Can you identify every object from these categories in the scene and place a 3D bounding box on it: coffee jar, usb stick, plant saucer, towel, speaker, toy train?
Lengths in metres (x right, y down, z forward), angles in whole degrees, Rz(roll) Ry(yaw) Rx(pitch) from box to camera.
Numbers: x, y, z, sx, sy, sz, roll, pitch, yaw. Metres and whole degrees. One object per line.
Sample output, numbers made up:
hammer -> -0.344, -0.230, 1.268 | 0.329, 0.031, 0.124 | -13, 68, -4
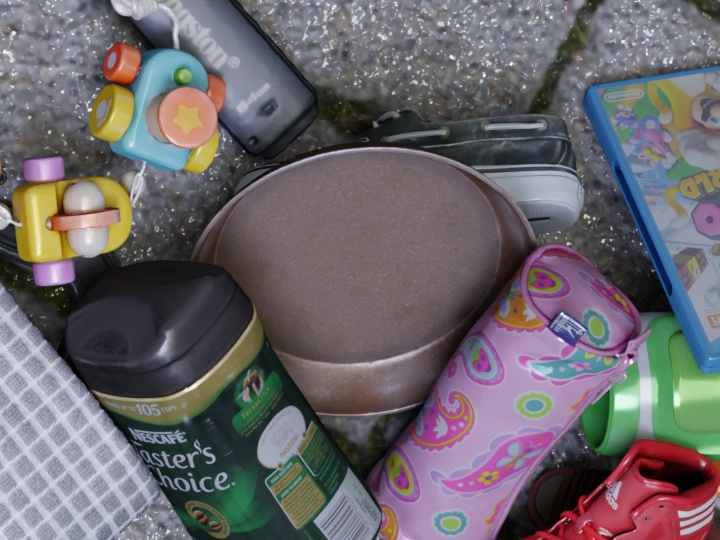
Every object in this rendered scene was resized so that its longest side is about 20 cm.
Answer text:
coffee jar -> -0.076, 0.085, 1.549 | 0.085, 0.104, 0.200 | -49, 124, -30
usb stick -> -0.102, -0.148, 1.585 | 0.055, 0.033, 0.200 | -44, 106, -8
plant saucer -> 0.000, 0.000, 1.583 | 0.199, 0.035, 0.201 | -3, 131, -4
towel -> -0.225, 0.096, 1.512 | 0.165, 0.085, 0.200 | -42, 108, -16
speaker -> 0.229, 0.064, 1.628 | 0.199, 0.088, 0.089 | -2, 95, -11
toy train -> -0.154, -0.079, 1.511 | 0.200, 0.056, 0.151 | -38, 112, -24

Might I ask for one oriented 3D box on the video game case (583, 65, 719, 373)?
video game case -> 0.227, -0.036, 1.639 | 0.142, 0.018, 0.201 | -9, 56, -17

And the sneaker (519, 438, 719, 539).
sneaker -> 0.112, 0.149, 1.571 | 0.199, 0.116, 0.078 | -25, 57, -26

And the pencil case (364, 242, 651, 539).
pencil case -> 0.080, 0.079, 1.585 | 0.087, 0.088, 0.200 | 23, 126, -18

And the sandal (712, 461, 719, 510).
sandal -> 0.230, 0.116, 1.692 | 0.206, 0.059, 0.079 | 36, 75, -2

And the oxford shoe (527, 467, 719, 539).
oxford shoe -> 0.186, 0.181, 1.686 | 0.199, 0.075, 0.071 | 25, 62, 2

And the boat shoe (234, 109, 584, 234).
boat shoe -> 0.026, -0.055, 1.619 | 0.199, 0.072, 0.071 | -1, 63, -7

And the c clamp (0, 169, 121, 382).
c clamp -> -0.217, 0.034, 1.571 | 0.170, 0.027, 0.201 | 15, 88, -23
